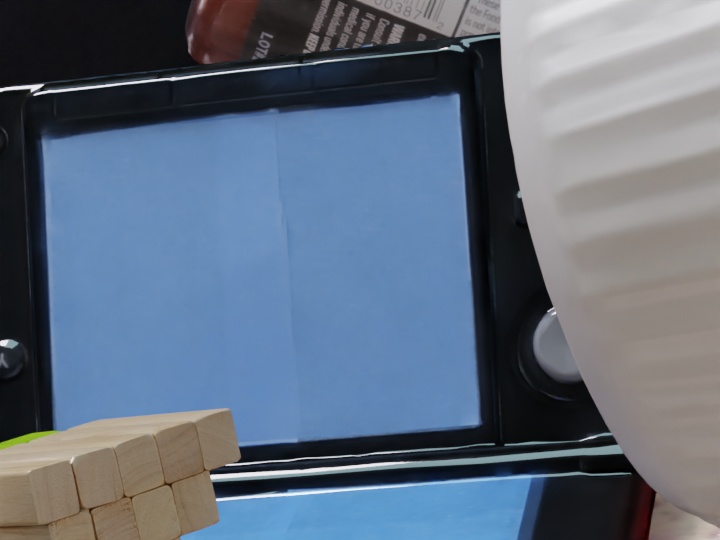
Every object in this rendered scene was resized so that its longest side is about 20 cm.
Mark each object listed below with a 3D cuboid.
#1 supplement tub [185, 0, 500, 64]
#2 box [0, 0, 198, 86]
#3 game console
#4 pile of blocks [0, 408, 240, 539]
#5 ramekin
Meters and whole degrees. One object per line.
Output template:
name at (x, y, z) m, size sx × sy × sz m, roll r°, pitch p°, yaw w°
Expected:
supplement tub at (0.057, -0.075, 0.879) m, size 0.200 × 0.107 × 0.107 m, roll 21°, pitch 21°, yaw -2°
box at (-0.058, -0.108, 1.088) m, size 0.200 × 0.118 × 0.197 m, roll -11°, pitch 20°, yaw -8°
game console at (-0.034, 0.026, 0.716) m, size 0.200 × 0.173 × 0.119 m, roll -5°, pitch -6°, yaw 13°
pile of blocks at (-0.117, 0.077, 0.664) m, size 0.200 × 0.062 × 0.082 m, roll -10°, pitch 4°, yaw 21°
ramekin at (0.106, -0.029, 0.690) m, size 0.094 × 0.203 × 0.202 m, roll -14°, pitch 17°, yaw 23°
